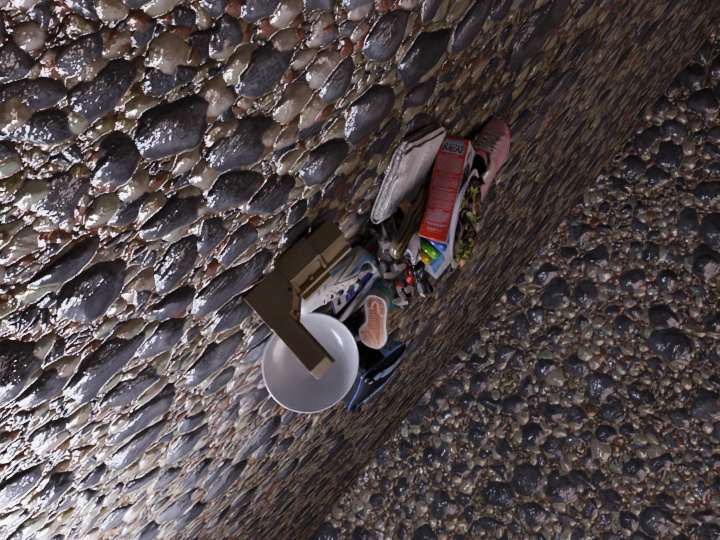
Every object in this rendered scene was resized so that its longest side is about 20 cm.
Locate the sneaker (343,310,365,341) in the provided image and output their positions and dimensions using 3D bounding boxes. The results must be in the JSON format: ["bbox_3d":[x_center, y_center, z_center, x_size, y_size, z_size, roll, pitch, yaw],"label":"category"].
[{"bbox_3d":[-0.010,0.125,1.767,0.082,0.070,0.200,-45,173,18],"label":"sneaker"}]

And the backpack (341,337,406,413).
[{"bbox_3d":[0.019,0.239,1.962,0.199,0.134,0.184,-34,156,-38],"label":"backpack"}]

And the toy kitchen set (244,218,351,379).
[{"bbox_3d":[-0.060,0.059,1.334,0.200,0.180,0.163,-43,163,-6],"label":"toy kitchen set"}]

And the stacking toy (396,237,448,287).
[{"bbox_3d":[0.140,-0.047,1.633,0.200,0.085,0.085,-48,162,7],"label":"stacking toy"}]

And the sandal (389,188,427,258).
[{"bbox_3d":[0.087,-0.099,1.463,0.201,0.053,0.081,-58,161,-45],"label":"sandal"}]

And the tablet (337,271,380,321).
[{"bbox_3d":[0.024,0.036,1.704,0.201,0.014,0.130,-53,172,28],"label":"tablet"}]

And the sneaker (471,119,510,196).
[{"bbox_3d":[0.270,-0.253,1.617,0.105,0.075,0.202,71,42,-68],"label":"sneaker"}]

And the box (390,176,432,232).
[{"bbox_3d":[0.156,-0.136,1.687,0.201,0.044,0.160,-50,162,-1],"label":"box"}]

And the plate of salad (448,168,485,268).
[{"bbox_3d":[0.217,-0.101,1.509,0.200,0.047,0.203,14,90,-73],"label":"plate of salad"}]

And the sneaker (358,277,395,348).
[{"bbox_3d":[0.044,0.095,1.689,0.201,0.071,0.080,99,16,-49],"label":"sneaker"}]

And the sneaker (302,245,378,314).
[{"bbox_3d":[-0.045,0.025,1.486,0.199,0.072,0.072,-39,161,-27],"label":"sneaker"}]

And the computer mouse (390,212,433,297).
[{"bbox_3d":[0.105,-0.047,1.520,0.043,0.202,0.110,-22,142,7],"label":"computer mouse"}]

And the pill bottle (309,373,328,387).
[{"bbox_3d":[-0.102,0.219,1.668,0.114,0.113,0.200,-47,162,-6],"label":"pill bottle"}]

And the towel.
[{"bbox_3d":[0.093,-0.186,1.455,0.132,0.034,0.201,-33,156,-40],"label":"towel"}]

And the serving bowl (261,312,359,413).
[{"bbox_3d":[-0.106,0.179,1.517,0.200,0.200,0.066,-47,-161,-9],"label":"serving bowl"}]

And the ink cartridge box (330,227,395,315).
[{"bbox_3d":[0.000,0.000,1.602,0.200,0.037,0.095,-48,163,-14],"label":"ink cartridge box"}]

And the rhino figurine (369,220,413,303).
[{"bbox_3d":[0.058,-0.027,1.528,0.059,0.088,0.201,-20,138,-2],"label":"rhino figurine"}]

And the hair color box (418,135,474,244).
[{"bbox_3d":[0.174,-0.158,1.518,0.111,0.063,0.203,9,96,-76],"label":"hair color box"}]

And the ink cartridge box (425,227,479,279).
[{"bbox_3d":[0.208,-0.088,1.725,0.201,0.068,0.115,-50,163,-3],"label":"ink cartridge box"}]

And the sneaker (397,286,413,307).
[{"bbox_3d":[0.096,0.036,1.784,0.074,0.080,0.200,-46,172,-7],"label":"sneaker"}]
